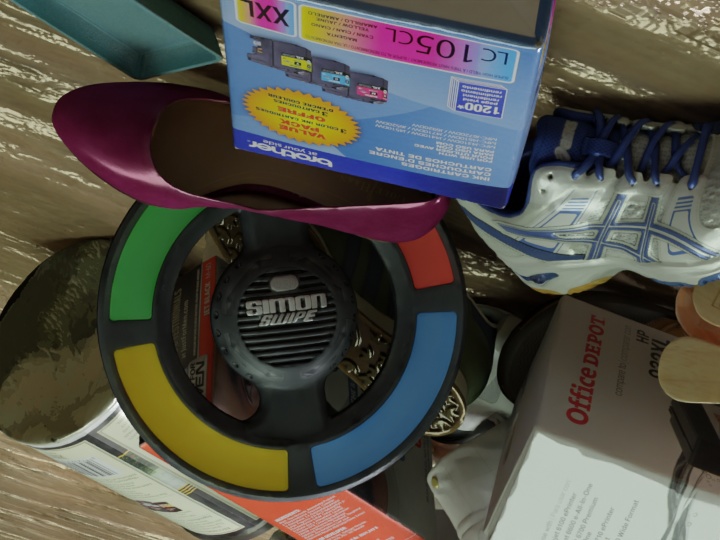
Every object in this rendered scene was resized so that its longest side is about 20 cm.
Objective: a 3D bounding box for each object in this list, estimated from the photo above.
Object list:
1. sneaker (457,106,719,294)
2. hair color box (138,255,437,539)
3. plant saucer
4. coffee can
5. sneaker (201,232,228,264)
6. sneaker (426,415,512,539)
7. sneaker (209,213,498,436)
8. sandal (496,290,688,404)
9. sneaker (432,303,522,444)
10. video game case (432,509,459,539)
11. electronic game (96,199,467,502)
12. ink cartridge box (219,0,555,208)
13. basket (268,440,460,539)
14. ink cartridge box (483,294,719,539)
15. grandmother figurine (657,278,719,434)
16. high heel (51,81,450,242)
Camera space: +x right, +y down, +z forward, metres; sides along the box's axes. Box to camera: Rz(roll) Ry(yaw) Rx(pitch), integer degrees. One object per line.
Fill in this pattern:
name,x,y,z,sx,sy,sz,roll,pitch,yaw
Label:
sneaker,0.124,-0.040,0.939,0.200,0.075,0.088,-16,134,45
hair color box,-0.039,0.091,1.174,0.064,0.111,0.200,-30,133,30
plant saucer,-0.155,-0.147,0.927,0.070,0.019,0.200,-6,151,45
coffee can,-0.137,0.086,1.346,0.146,0.147,0.200,-1,154,37
sneaker,-0.024,0.032,1.230,0.083,0.081,0.200,-3,154,27
sneaker,0.135,0.124,1.145,0.199,0.116,0.074,-8,143,-34
sneaker,0.000,0.000,1.133,0.200,0.090,0.067,45,131,-1
sandal,0.180,0.064,1.151,0.199,0.082,0.055,15,-176,-8
sneaker,0.072,0.058,1.259,0.088,0.074,0.200,41,157,-14
video game case,0.148,0.189,1.198,0.199,0.023,0.182,3,-164,-24
electronic game,-0.041,0.024,1.049,0.199,0.201,0.042,18,-179,-9
ink cartridge box,0.013,-0.097,0.864,0.136,0.077,0.200,13,162,4
basket,0.033,0.169,1.375,0.135,0.124,0.200,28,-175,10
ink cartridge box,0.180,0.111,1.057,0.199,0.145,0.084,20,121,1
grandmother figurine,0.213,0.029,1.016,0.061,0.122,0.200,37,-168,22
high heel,-0.053,-0.061,0.980,0.199,0.068,0.096,12,169,-11
